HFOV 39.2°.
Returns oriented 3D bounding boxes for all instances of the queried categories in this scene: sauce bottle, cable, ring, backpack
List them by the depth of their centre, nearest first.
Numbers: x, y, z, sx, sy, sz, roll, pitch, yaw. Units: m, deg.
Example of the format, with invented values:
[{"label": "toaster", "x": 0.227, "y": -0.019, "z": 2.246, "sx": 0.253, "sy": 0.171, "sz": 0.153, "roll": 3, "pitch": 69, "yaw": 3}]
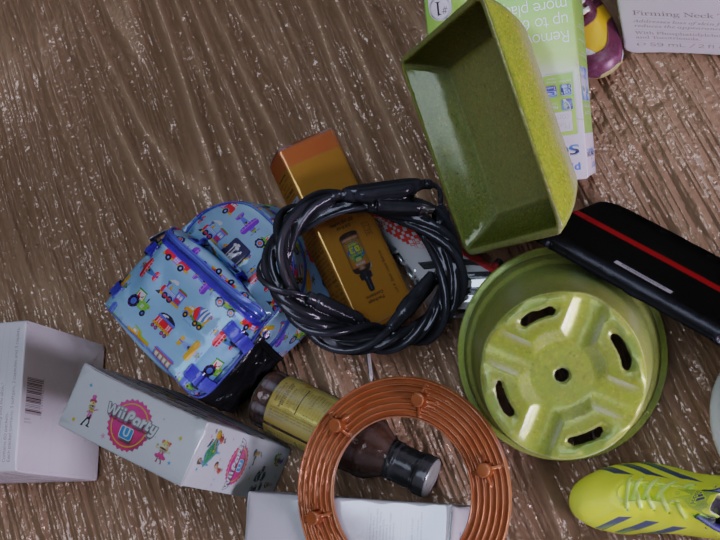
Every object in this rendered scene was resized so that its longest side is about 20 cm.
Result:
[{"label": "ring", "x": 0.032, "y": 0.193, "z": 0.874, "sx": 0.198, "sy": 0.019, "sz": 0.204, "roll": -4, "pitch": 81, "yaw": 22}, {"label": "cable", "x": 0.000, "y": 0.000, "z": 0.964, "sx": 0.197, "sy": 0.051, "sz": 0.166, "roll": -9, "pitch": 91, "yaw": -9}, {"label": "sauce bottle", "x": -0.016, "y": 0.165, "z": 1.005, "sx": 0.198, "sy": 0.065, "sz": 0.065, "roll": 24, "pitch": 84, "yaw": 22}, {"label": "backpack", "x": -0.136, "y": 0.019, "z": 1.049, "sx": 0.200, "sy": 0.135, "sz": 0.183, "roll": -45, "pitch": 67, "yaw": 0}]

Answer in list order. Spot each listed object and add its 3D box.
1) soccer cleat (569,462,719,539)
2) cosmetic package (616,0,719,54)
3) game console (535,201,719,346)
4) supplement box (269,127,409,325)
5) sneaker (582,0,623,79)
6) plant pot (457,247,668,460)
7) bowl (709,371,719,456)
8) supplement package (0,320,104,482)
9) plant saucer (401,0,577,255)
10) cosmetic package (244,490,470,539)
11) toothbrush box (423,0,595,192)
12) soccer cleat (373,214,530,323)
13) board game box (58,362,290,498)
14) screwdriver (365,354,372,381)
[{"label": "soccer cleat", "x": 0.280, "y": 0.201, "z": 0.882, "sx": 0.197, "sy": 0.084, "sz": 0.066, "roll": 1, "pitch": 76, "yaw": 19}, {"label": "cosmetic package", "x": 0.331, "y": -0.319, "z": 0.943, "sx": 0.165, "sy": 0.200, "sz": 0.169, "roll": 7, "pitch": 78, "yaw": 21}, {"label": "game console", "x": 0.266, "y": 0.002, "z": 0.897, "sx": 0.199, "sy": 0.176, "sz": 0.031, "roll": 31, "pitch": 117, "yaw": 23}, {"label": "supplement box", "x": -0.020, "y": -0.035, "z": 1.021, "sx": 0.066, "sy": 0.069, "sz": 0.202, "roll": -23, "pitch": 84, "yaw": -18}, {"label": "sneaker", "x": 0.201, "y": -0.287, "z": 1.038, "sx": 0.074, "sy": 0.090, "sz": 0.202, "roll": -31, "pitch": 68, "yaw": 8}, {"label": "plant pot", "x": 0.174, "y": 0.080, "z": 0.869, "sx": 0.197, "sy": 0.184, "sz": 0.204, "roll": 0, "pitch": 91, "yaw": 10}, {"label": "bowl", "x": 0.395, "y": 0.109, "z": 0.826, "sx": 0.198, "sy": 0.091, "sz": 0.203, "roll": -3, "pitch": 53, "yaw": 4}, {"label": "supplement package", "x": -0.405, "y": 0.149, "z": 1.095, "sx": 0.197, "sy": 0.151, "sz": 0.154, "roll": -5, "pitch": 74, "yaw": 17}, {"label": "plant saucer", "x": 0.118, "y": -0.124, "z": 0.894, "sx": 0.047, "sy": 0.199, "sz": 0.203, "roll": -19, "pitch": 91, "yaw": -17}, {"label": "cosmetic package", "x": 0.000, "y": 0.253, "z": 0.950, "sx": 0.197, "sy": 0.113, "sz": 0.082, "roll": 1, "pitch": 77, "yaw": 17}, {"label": "toothbrush box", "x": 0.148, "y": -0.186, "z": 0.995, "sx": 0.143, "sy": 0.086, "sz": 0.203, "roll": -3, "pitch": 98, "yaw": 19}, {"label": "soccer cleat", "x": 0.078, "y": 0.006, "z": 1.015, "sx": 0.198, "sy": 0.069, "sz": 0.086, "roll": 29, "pitch": 82, "yaw": 19}, {"label": "board game box", "x": -0.173, "y": 0.161, "z": 0.985, "sx": 0.146, "sy": 0.200, "sz": 0.065, "roll": 20, "pitch": 81, "yaw": 23}, {"label": "screwdriver", "x": 0.002, "y": 0.015, "z": 1.058, "sx": 0.029, "sy": 0.028, "sz": 0.203, "roll": -28, "pitch": 64, "yaw": 41}]
